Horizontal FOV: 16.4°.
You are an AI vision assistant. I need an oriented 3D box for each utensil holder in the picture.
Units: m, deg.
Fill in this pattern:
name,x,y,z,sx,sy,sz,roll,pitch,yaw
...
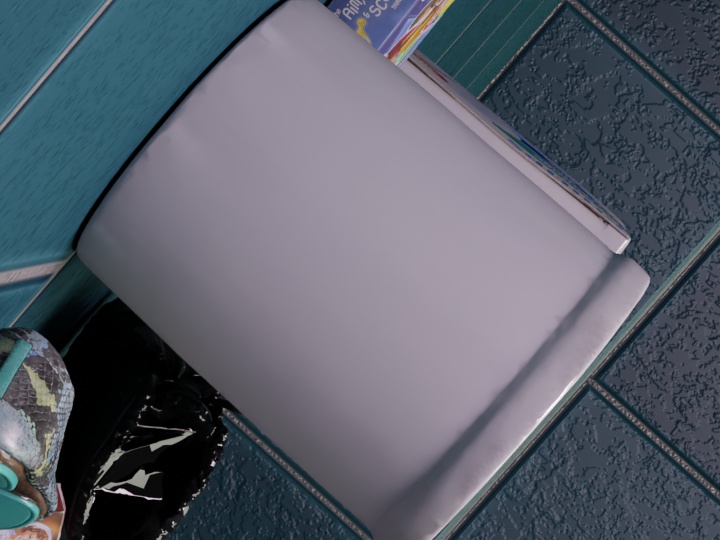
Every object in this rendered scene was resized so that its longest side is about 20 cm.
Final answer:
name,x,y,z,sx,sy,sz,roll,pitch,yaw
utensil holder,0.000,0.000,1.102,0.170,0.200,0.170,-48,178,-2

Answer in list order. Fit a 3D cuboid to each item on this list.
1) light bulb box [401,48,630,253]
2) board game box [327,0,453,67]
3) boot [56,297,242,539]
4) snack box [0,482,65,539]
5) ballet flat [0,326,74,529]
name,x,y,z,sx,sy,sz,roll,pitch,yaw
light bulb box,0.053,-0.039,1.538,0.125,0.198,0.200,-50,179,6
board game box,0.002,-0.117,1.270,0.200,0.034,0.135,-50,177,29
boot,-0.139,0.112,1.279,0.199,0.073,0.162,-57,-159,8
snack box,-0.200,0.182,1.238,0.024,0.072,0.200,-107,-152,-49
ballet flat,-0.152,0.066,1.074,0.074,0.074,0.200,-48,-179,-17
